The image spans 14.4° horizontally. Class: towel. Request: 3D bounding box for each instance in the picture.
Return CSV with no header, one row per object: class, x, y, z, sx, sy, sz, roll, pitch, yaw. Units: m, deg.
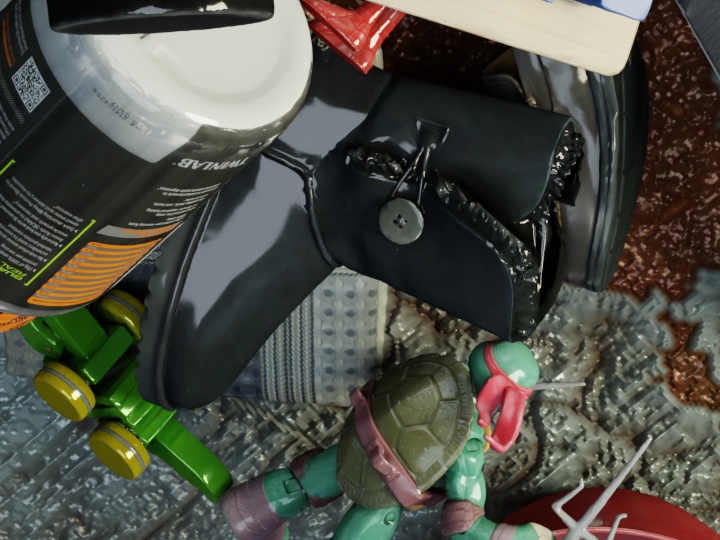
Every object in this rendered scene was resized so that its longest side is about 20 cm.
towel,-0.079,-0.030,1.339,0.191,0.035,0.201,5,120,6

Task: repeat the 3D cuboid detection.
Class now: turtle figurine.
turtle figurine,0.030,0.086,1.299,0.200,0.150,0.101,-36,126,20

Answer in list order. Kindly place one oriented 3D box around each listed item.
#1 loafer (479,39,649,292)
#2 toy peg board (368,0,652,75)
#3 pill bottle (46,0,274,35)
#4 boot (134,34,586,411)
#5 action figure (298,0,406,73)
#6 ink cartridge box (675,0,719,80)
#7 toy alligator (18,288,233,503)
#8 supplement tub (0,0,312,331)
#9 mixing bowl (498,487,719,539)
loafer,0.090,-0.087,1.274,0.072,0.073,0.201,3,109,14
toy peg board,0.065,-0.191,1.120,0.199,0.098,0.200,15,97,-25
pill bottle,-0.080,-0.191,1.058,0.111,0.112,0.201,-4,91,7
boot,0.000,0.000,1.260,0.167,0.076,0.201,23,111,12
action figure,0.031,-0.193,1.207,0.099,0.065,0.200,41,85,8
ink cartridge box,0.243,-0.110,1.180,0.198,0.201,0.047,-42,139,22
toy alligator,-0.134,0.035,1.336,0.200,0.059,0.054,49,155,-19
supplement tub,-0.120,-0.061,1.199,0.122,0.123,0.200,38,134,-15
mixing bowl,0.117,0.182,1.385,0.199,0.109,0.201,2,117,3
